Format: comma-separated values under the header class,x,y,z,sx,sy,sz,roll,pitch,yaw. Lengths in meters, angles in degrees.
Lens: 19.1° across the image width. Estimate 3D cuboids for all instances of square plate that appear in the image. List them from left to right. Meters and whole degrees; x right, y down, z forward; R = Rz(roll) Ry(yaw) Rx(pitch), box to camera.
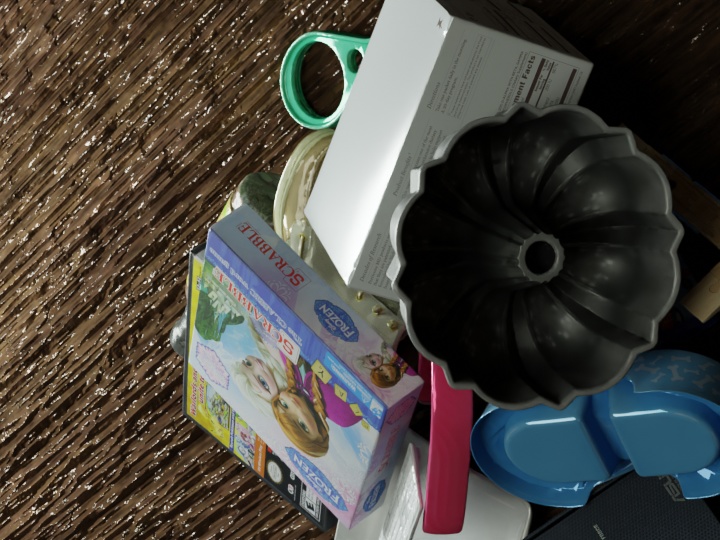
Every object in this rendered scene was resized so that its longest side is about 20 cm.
class,x,y,z,sx,sy,sz,roll,pitch,yaw
square plate,0.055,0.232,1.716,0.198,0.028,0.201,30,117,42

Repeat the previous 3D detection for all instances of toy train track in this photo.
class,x,y,z,sx,sy,sz,roll,pitch,yaw
toy train track,0.241,-0.031,1.469,0.115,0.033,0.200,-44,58,-2

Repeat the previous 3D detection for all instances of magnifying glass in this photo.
class,x,y,z,sx,sy,sz,roll,pitch,yaw
magnifying glass,0.004,-0.170,1.709,0.200,0.022,0.080,-21,82,45

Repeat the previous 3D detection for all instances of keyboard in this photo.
class,x,y,z,sx,sy,sz,roll,pitch,yaw
keyboard,0.027,0.206,1.646,0.200,0.011,0.056,104,168,-54

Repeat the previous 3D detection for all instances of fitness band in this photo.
class,x,y,z,sx,sy,sz,roll,pitch,yaw
fitness band,0.061,0.104,1.575,0.200,0.037,0.144,91,-179,-45

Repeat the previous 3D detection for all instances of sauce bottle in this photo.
class,x,y,z,sx,sy,sz,roll,pitch,yaw
sauce bottle,-0.111,0.003,1.823,0.065,0.065,0.200,54,135,25

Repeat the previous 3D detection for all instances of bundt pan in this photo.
class,x,y,z,sx,sy,sz,roll,pitch,yaw
bundt pan,0.105,-0.012,1.405,0.076,0.201,0.203,-160,66,-72

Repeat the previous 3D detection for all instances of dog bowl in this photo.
class,x,y,z,sx,sy,sz,roll,pitch,yaw
dog bowl,0.175,0.106,1.472,0.199,0.050,0.112,-8,132,26

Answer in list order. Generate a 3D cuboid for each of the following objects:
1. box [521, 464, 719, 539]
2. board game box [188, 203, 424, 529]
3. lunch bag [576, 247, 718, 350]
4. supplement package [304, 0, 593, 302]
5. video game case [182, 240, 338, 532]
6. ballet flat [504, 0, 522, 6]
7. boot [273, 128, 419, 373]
class,x,y,z,sx,sy,sz,roll,pitch,yaw
box,0.207,0.248,1.496,0.158,0.051,0.200,-35,67,6
board game box,-0.047,0.077,1.647,0.200,0.041,0.200,44,151,19
lunch bag,0.138,0.025,1.562,0.200,0.094,0.151,-43,68,46
supplement package,0.057,-0.090,1.504,0.156,0.111,0.200,-122,51,-65
video game case,-0.077,0.098,1.780,0.181,0.025,0.200,37,141,27
ballet flat,0.048,-0.136,1.613,0.069,0.069,0.200,41,108,33
boot,0.000,0.000,1.707,0.155,0.072,0.201,30,122,39
